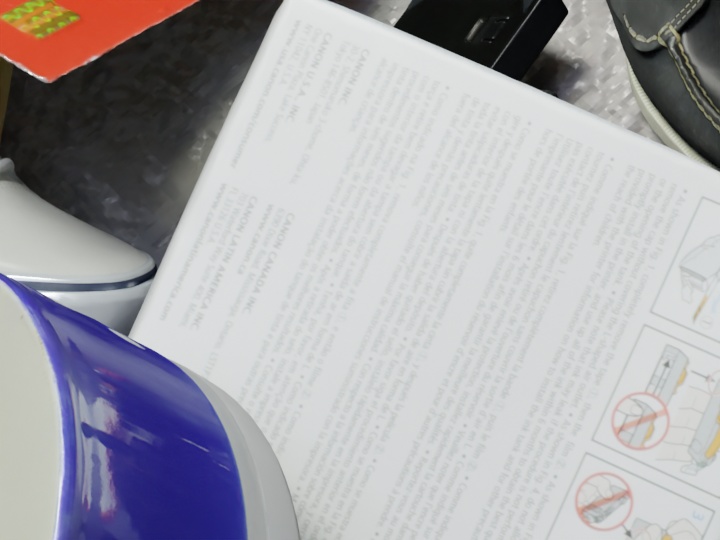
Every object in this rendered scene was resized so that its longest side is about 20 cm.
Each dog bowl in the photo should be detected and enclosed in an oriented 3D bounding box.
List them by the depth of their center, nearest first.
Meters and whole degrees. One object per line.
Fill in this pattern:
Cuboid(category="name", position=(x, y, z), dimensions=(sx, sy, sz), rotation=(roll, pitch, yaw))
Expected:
Cuboid(category="dog bowl", position=(-0.111, 0.100, 0.673), dimensions=(0.200, 0.079, 0.200), rotation=(-27, 47, 33))

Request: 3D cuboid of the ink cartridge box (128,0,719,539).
Cuboid(category="ink cartridge box", position=(0.037, 0.037, 0.739), dimensions=(0.200, 0.057, 0.163), rotation=(24, 88, 9))

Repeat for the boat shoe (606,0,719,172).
Cuboid(category="boat shoe", position=(0.101, -0.094, 0.815), dimensions=(0.072, 0.068, 0.200), rotation=(-26, 52, 5))

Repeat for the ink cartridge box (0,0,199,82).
Cuboid(category="ink cartridge box", position=(-0.118, -0.149, 0.850), dimensions=(0.200, 0.050, 0.162), rotation=(31, 41, 22))

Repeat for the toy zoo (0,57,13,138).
Cuboid(category="toy zoo", position=(-0.190, -0.096, 0.951), dimensions=(0.200, 0.020, 0.131), rotation=(-4, 82, 24))

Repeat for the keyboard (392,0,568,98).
Cuboid(category="keyboard", position=(0.000, 0.000, 0.828), dimensions=(0.200, 0.040, 0.104), rotation=(-55, 29, -14))

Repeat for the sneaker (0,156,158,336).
Cuboid(category="sneaker", position=(-0.146, -0.032, 0.866), dimensions=(0.200, 0.073, 0.071), rotation=(21, 112, 27))
